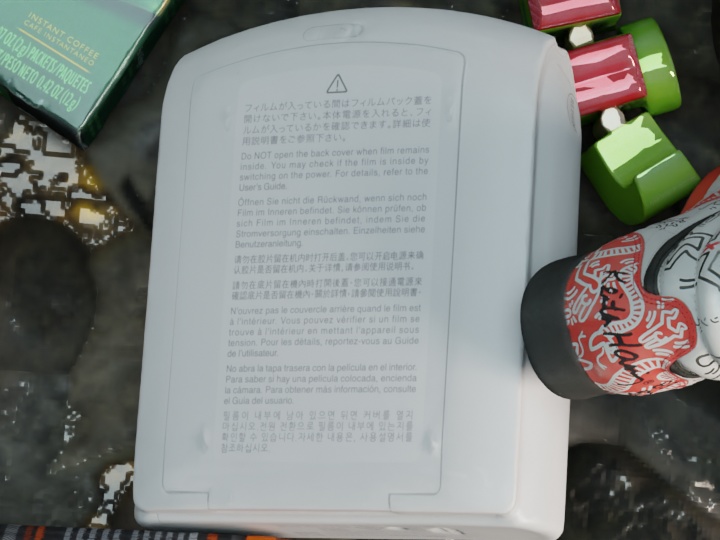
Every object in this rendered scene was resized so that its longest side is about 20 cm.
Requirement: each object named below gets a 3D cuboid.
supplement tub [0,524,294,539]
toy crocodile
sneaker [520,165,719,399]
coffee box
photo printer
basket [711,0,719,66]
[{"bbox_3d":[-0.077,0.148,1.108,0.200,0.107,0.107,2,83,0],"label":"supplement tub"},{"bbox_3d":[0.079,-0.112,1.165,0.067,0.062,0.200,-17,83,-3],"label":"toy crocodile"},{"bbox_3d":[0.155,-0.003,1.077,0.108,0.201,0.067,-9,99,40],"label":"sneaker"},{"bbox_3d":[-0.105,-0.164,1.178,0.123,0.044,0.200,33,84,3],"label":"coffee box"},{"bbox_3d":[0.000,0.000,1.122,0.166,0.069,0.200,-2,76,20],"label":"photo printer"},{"bbox_3d":[0.197,-0.113,1.098,0.136,0.200,0.180,-25,85,-5],"label":"basket"}]
